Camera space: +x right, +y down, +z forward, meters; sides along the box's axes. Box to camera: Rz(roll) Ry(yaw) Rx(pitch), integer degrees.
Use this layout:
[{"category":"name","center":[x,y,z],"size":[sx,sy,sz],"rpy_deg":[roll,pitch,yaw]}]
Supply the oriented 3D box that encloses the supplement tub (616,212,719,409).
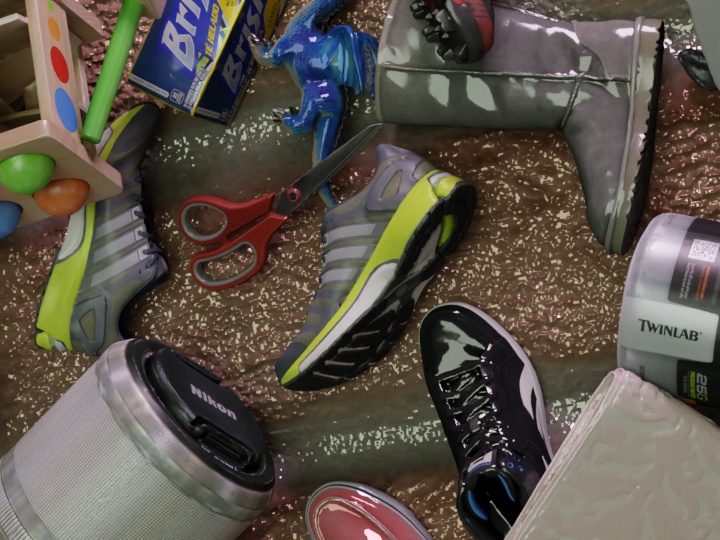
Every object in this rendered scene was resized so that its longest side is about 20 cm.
[{"category":"supplement tub","center":[0.276,0.038,1.324],"size":[0.199,0.122,0.123],"rpy_deg":[12,92,20]}]

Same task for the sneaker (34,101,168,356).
[{"category":"sneaker","center":[-0.177,-0.027,1.517],"size":[0.081,0.074,0.201],"rpy_deg":[17,97,4]}]

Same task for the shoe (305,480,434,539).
[{"category":"shoe","center":[0.027,0.226,1.418],"size":[0.200,0.091,0.072],"rpy_deg":[46,102,15]}]

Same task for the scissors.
[{"category":"scissors","center":[-0.052,-0.043,1.468],"size":[0.199,0.014,0.073],"rpy_deg":[-21,95,29]}]

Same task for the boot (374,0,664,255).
[{"category":"boot","center":[0.105,-0.106,1.414],"size":[0.199,0.073,0.183],"rpy_deg":[6,76,12]}]

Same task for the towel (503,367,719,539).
[{"category":"towel","center":[0.198,0.188,1.346],"size":[0.199,0.032,0.191],"rpy_deg":[30,100,-17]}]

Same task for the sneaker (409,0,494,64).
[{"category":"sneaker","center":[0.071,-0.233,1.411],"size":[0.097,0.071,0.201],"rpy_deg":[-12,60,-6]}]

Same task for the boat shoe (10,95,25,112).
[{"category":"boat shoe","center":[-0.287,-0.071,1.545],"size":[0.068,0.072,0.201],"rpy_deg":[15,93,20]}]

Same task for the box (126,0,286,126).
[{"category":"box","center":[-0.093,-0.211,1.485],"size":[0.064,0.070,0.201],"rpy_deg":[27,96,20]}]

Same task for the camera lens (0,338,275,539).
[{"category":"camera lens","center":[-0.172,0.161,1.452],"size":[0.200,0.160,0.160],"rpy_deg":[-45,76,12]}]

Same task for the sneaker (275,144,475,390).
[{"category":"sneaker","center":[0.000,0.000,1.444],"size":[0.081,0.074,0.200],"rpy_deg":[44,105,31]}]

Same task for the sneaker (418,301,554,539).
[{"category":"sneaker","center":[0.088,0.111,1.390],"size":[0.073,0.112,0.201],"rpy_deg":[-27,80,15]}]

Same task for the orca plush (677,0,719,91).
[{"category":"orca plush","center":[0.259,-0.182,1.382],"size":[0.200,0.071,0.105],"rpy_deg":[53,148,17]}]

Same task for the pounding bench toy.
[{"category":"pounding bench toy","center":[-0.222,-0.122,1.430],"size":[0.199,0.124,0.157],"rpy_deg":[-17,69,15]}]

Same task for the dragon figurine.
[{"category":"dragon figurine","center":[-0.016,-0.142,1.462],"size":[0.099,0.059,0.201],"rpy_deg":[-21,81,17]}]
